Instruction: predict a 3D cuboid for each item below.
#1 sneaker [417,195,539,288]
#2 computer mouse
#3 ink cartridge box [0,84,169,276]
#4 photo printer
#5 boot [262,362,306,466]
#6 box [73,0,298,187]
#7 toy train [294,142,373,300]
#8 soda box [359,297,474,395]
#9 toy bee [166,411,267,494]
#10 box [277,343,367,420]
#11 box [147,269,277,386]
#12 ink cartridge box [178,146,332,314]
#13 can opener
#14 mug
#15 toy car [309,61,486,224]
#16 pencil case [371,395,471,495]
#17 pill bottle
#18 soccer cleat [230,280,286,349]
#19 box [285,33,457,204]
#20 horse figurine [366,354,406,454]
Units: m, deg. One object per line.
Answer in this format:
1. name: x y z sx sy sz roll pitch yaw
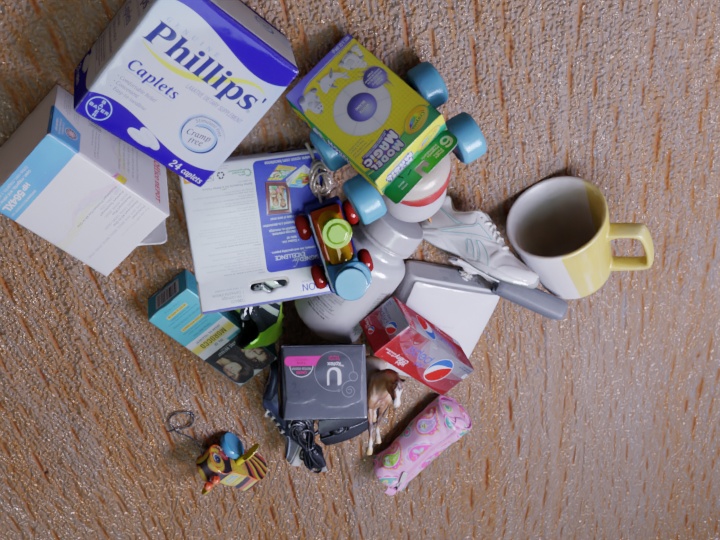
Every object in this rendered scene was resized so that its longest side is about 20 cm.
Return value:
1. sneaker: 0.173 -0.041 1.250 0.081 0.199 0.070 -60 165 3
2. computer mouse: -0.017 0.247 1.439 0.199 0.053 0.139 -37 137 -19
3. ink cartridge box: -0.336 -0.102 1.086 0.125 0.129 0.200 -40 126 17
4. photo printer: 0.112 0.088 1.390 0.165 0.070 0.201 10 123 -22
5. boot: -0.124 0.237 1.448 0.089 0.073 0.202 8 116 -12
6. box: -0.208 -0.236 1.034 0.183 0.105 0.200 31 113 -33
7. toy train: -0.039 -0.062 1.119 0.084 0.116 0.202 -18 104 -5
8. soda box: 0.086 0.115 1.293 0.070 0.064 0.200 -39 138 14
9. toy bee: -0.238 0.331 1.457 0.198 0.109 0.131 16 123 -25
10. box: -0.061 0.165 1.288 0.121 0.200 0.107 -1 83 -8
11. box: -0.221 0.090 1.314 0.082 0.049 0.200 -37 127 14
12. ink cartridge box: -0.136 -0.057 1.184 0.195 0.047 0.202 -9 105 -10
13. can opener: 0.224 0.013 1.320 0.199 0.053 0.067 29 88 -3
14. mug: 0.321 -0.026 1.300 0.149 0.186 0.153 -43 137 -8
15. toy car: 0.057 -0.138 1.176 0.183 0.178 0.200 -31 157 -3
16. pencil case: 0.106 0.311 1.550 0.087 0.088 0.200 30 113 -32
17. pill bottle: 0.000 0.000 1.264 0.114 0.115 0.201 22 119 -28
18. soccer cleat: -0.147 0.024 1.252 0.081 0.067 0.202 -21 124 -39
19. box: 0.014 -0.184 1.063 0.117 0.200 0.048 -45 160 -1
20. horse figurine: 0.022 0.181 1.309 0.049 0.200 0.134 5 108 -8
